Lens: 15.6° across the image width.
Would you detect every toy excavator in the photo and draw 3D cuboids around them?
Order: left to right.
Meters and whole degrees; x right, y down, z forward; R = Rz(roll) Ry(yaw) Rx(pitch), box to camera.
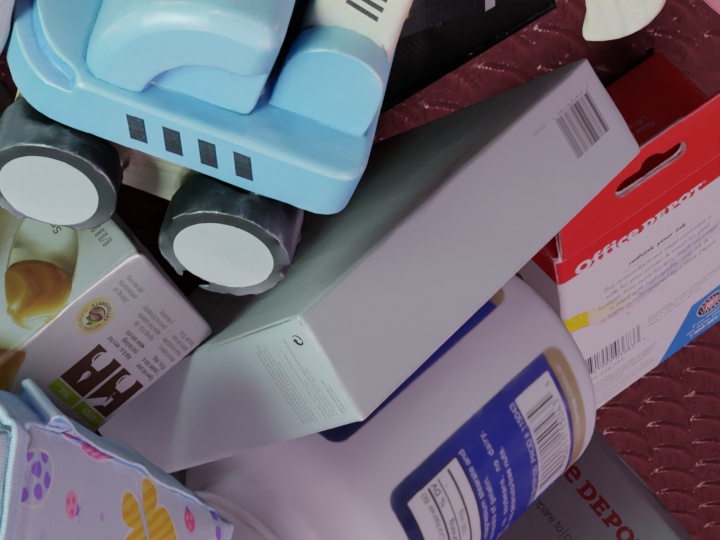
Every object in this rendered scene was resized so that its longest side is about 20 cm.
[{"bbox_3d":[-0.014,-0.084,0.864,0.200,0.194,0.100,117,-10,-53],"label":"toy excavator"}]

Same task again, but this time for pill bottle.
[{"bbox_3d":[-0.003,0.090,1.112,0.200,0.120,0.120,-39,154,-34],"label":"pill bottle"}]

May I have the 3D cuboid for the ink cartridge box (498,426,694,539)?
[{"bbox_3d":[0.073,0.174,1.408,0.200,0.145,0.085,-42,149,2],"label":"ink cartridge box"}]

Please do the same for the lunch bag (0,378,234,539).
[{"bbox_3d":[-0.144,0.139,0.905,0.200,0.127,0.170,-48,152,-1],"label":"lunch bag"}]

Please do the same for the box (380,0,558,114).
[{"bbox_3d":[0.001,-0.144,0.987,0.160,0.049,0.200,-33,146,-21],"label":"box"}]

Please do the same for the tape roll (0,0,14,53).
[{"bbox_3d":[-0.207,-0.084,0.821,0.200,0.066,0.200,-28,148,-20],"label":"tape roll"}]

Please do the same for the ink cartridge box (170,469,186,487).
[{"bbox_3d":[-0.080,0.134,1.153,0.200,0.050,0.162,40,62,-22],"label":"ink cartridge box"}]

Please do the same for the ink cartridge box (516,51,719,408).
[{"bbox_3d":[0.125,-0.025,1.284,0.116,0.067,0.200,-34,150,-13],"label":"ink cartridge box"}]

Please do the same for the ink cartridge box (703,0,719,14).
[{"bbox_3d":[0.168,-0.212,1.002,0.083,0.147,0.200,-10,139,-52],"label":"ink cartridge box"}]

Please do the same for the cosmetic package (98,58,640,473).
[{"bbox_3d":[0.000,0.000,1.055,0.151,0.052,0.200,-16,-160,49],"label":"cosmetic package"}]

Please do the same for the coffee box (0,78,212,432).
[{"bbox_3d":[-0.173,0.036,0.970,0.200,0.114,0.080,-41,151,-2],"label":"coffee box"}]
